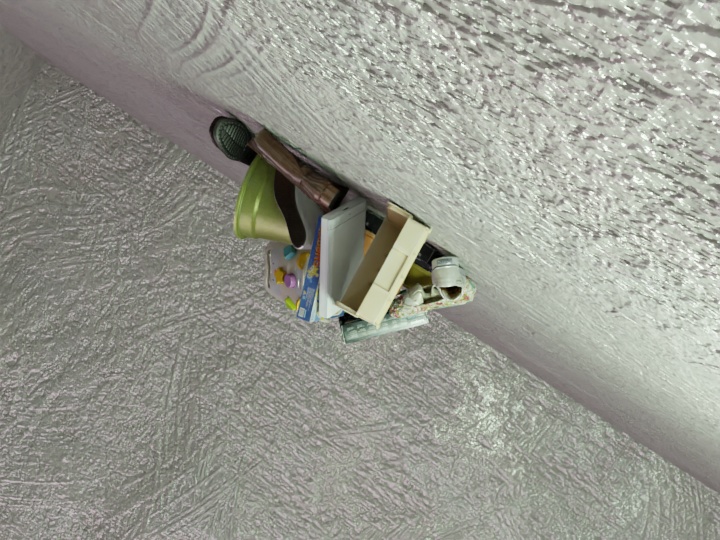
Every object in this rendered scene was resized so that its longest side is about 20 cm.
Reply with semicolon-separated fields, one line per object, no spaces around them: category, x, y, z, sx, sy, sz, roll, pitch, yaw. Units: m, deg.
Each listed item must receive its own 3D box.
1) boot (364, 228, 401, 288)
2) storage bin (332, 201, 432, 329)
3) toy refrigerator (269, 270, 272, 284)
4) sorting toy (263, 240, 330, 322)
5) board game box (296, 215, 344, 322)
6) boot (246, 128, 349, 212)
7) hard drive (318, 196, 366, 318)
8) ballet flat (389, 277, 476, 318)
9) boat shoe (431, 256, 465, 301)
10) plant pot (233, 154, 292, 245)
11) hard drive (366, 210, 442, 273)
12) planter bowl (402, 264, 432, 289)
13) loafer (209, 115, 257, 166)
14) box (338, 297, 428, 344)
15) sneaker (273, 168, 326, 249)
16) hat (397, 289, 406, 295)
boot;0.000;0.000;1.692;0.199;0.156;0.074;33;178;-14
storage bin;0.039;-0.003;1.467;0.093;0.202;0.199;29;177;4
toy refrigerator;-0.110;0.012;1.915;0.197;0.071;0.076;-7;147;27
sorting toy;-0.157;0.009;1.846;0.106;0.204;0.178;-11;-162;-44
board game box;-0.057;-0.005;1.597;0.034;0.203;0.135;18;-168;26
boot;-0.120;-0.190;1.548;0.199;0.065;0.186;36;179;3
hard drive;-0.034;-0.025;1.558;0.026;0.203;0.132;17;-151;26
ballet flat;0.151;0.050;1.760;0.064;0.197;0.076;67;-169;-46
boat shoe;0.178;0.028;1.622;0.070;0.071;0.200;-6;167;6
plant pot;-0.146;-0.133;1.729;0.182;0.203;0.200;20;176;9
hard drive;0.089;-0.057;1.713;0.199;0.038;0.140;31;177;27
planter bowl;0.138;0.011;1.874;0.199;0.084;0.200;33;177;2
loafer;-0.264;-0.265;1.678;0.071;0.074;0.200;29;177;21
box;0.049;0.109;1.874;0.159;0.197;0.047;-123;19;-81
sneaker;-0.116;-0.134;1.628;0.084;0.203;0.072;2;158;-46
hat;0.006;-0.012;1.835;0.164;0.179;0.199;-15;175;-40
